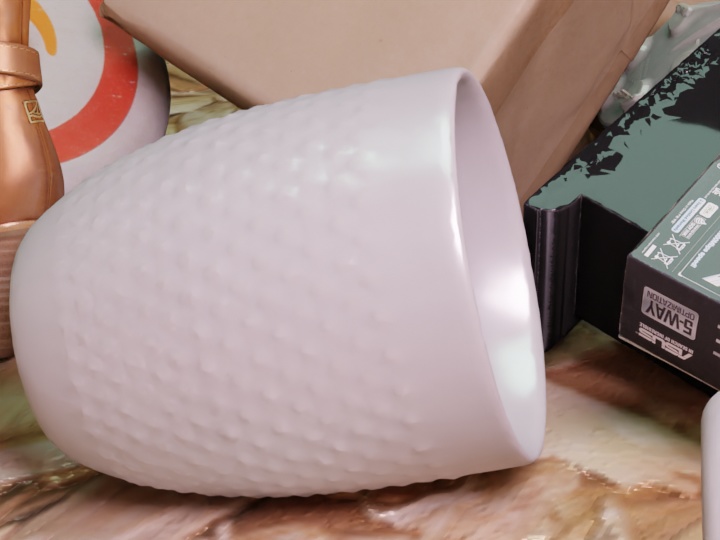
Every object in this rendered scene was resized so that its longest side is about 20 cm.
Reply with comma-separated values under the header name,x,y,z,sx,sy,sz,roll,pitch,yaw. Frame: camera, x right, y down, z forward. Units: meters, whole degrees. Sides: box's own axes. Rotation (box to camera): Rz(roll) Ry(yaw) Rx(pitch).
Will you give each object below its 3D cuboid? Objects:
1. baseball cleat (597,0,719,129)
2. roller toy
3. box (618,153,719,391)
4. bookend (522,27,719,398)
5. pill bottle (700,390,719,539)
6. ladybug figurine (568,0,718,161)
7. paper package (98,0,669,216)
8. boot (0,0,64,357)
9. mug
name,x,y,z,sx,sy,sz,roll,pitch,yaw
baseball cleat,0.206,-0.099,1.008,0.200,0.106,0.070,-31,33,46
roller toy,-0.190,-0.075,0.994,0.200,0.140,0.182,42,50,5
box,0.215,-0.016,0.775,0.158,0.050,0.200,29,56,24
bookend,0.204,-0.008,0.864,0.200,0.092,0.199,31,55,28
pill bottle,0.188,0.085,0.536,0.200,0.116,0.116,-2,16,9
ladybug figurine,0.153,-0.109,1.136,0.200,0.136,0.072,32,18,-49
paper package,0.019,-0.138,0.928,0.200,0.191,0.103,34,5,32
boot,-0.203,-0.046,0.868,0.200,0.155,0.074,0,6,27
mug,-0.025,0.018,0.807,0.175,0.148,0.200,-10,-16,13
